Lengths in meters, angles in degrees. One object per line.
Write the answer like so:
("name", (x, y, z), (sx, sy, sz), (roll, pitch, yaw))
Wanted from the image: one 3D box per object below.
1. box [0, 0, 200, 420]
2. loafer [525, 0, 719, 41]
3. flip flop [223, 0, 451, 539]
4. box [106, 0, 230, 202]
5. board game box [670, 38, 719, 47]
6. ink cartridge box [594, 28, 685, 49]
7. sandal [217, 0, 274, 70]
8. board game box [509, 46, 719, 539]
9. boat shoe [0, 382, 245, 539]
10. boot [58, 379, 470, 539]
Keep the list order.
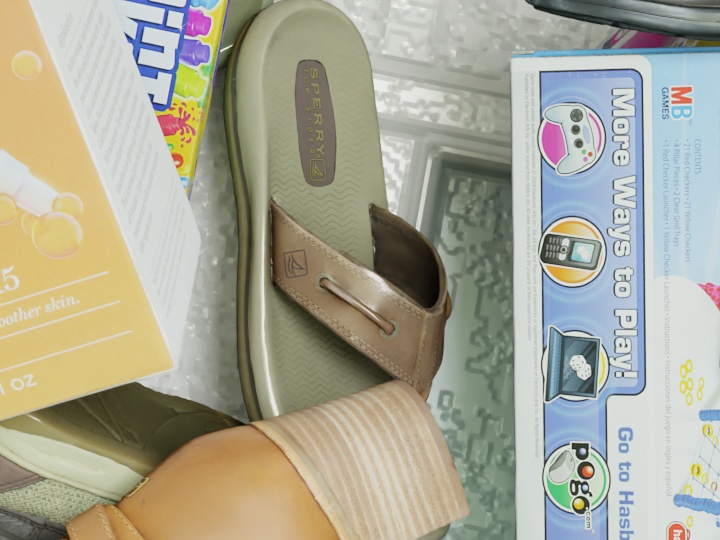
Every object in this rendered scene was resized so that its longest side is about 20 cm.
("box", (-0.138, -0.060, 0.704), (0.123, 0.098, 0.201), (-17, 112, 8))
("loafer", (0.149, -0.111, 0.770), (0.198, 0.073, 0.073), (-4, 100, 0))
("flip flop", (0.000, 0.000, 0.865), (0.081, 0.057, 0.202), (0, 81, -46))
("box", (-0.136, -0.104, 0.805), (0.191, 0.122, 0.201), (11, 112, -4))
("board game box", (0.194, -0.076, 0.827), (0.134, 0.034, 0.200), (37, 112, -7))
("ink cartridge box", (0.174, -0.096, 0.860), (0.095, 0.037, 0.200), (44, 109, -10))
("sandal", (-0.099, -0.161, 0.875), (0.080, 0.057, 0.201), (-40, 92, -3))
("board game box", (0.148, 0.028, 0.784), (0.194, 0.056, 0.202), (0, 93, 19))
("boat shoe", (-0.072, 0.083, 0.833), (0.066, 0.072, 0.200), (-43, 136, 15))
("boot", (-0.019, 0.148, 0.764), (0.154, 0.077, 0.201), (-23, 97, -21))
